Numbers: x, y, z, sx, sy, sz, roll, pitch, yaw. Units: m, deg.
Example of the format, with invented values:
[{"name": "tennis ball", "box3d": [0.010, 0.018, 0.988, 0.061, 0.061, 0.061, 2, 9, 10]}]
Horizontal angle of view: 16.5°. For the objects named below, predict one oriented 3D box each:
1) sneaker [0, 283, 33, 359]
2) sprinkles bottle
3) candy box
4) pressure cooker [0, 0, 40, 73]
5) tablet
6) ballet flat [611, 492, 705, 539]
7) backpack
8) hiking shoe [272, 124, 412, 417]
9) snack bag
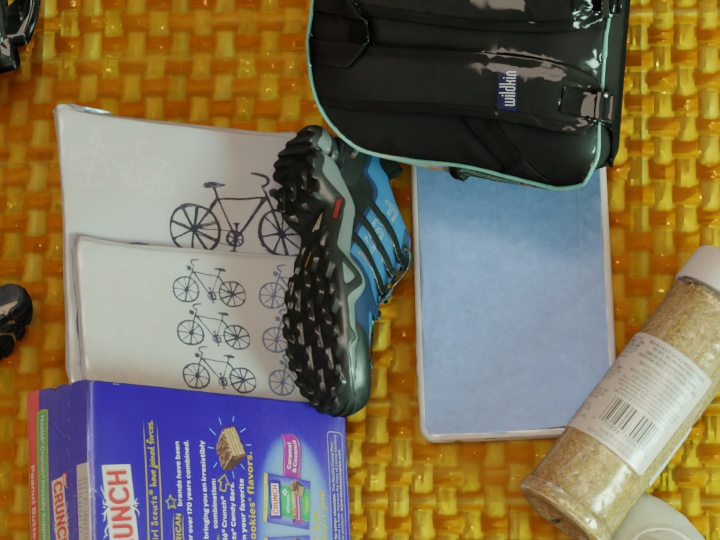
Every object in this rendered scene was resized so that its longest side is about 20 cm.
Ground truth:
[{"name": "sneaker", "box3d": [-0.315, 0.043, 1.636, 0.200, 0.078, 0.086, -23, 72, 0]}, {"name": "sprinkles bottle", "box3d": [0.184, 0.079, 1.567, 0.068, 0.068, 0.200, 36, 78, 13]}, {"name": "candy box", "box3d": [-0.103, 0.160, 1.526, 0.077, 0.200, 0.169, -17, 70, 46]}, {"name": "pressure cooker", "box3d": [-0.311, -0.200, 1.636, 0.200, 0.176, 0.179, -15, 47, 0]}, {"name": "tablet", "box3d": [0.100, 0.012, 1.629, 0.130, 0.014, 0.200, -3, 76, 6]}, {"name": "ballet flat", "box3d": [0.209, 0.221, 1.542, 0.069, 0.069, 0.200, -28, 75, -1]}, {"name": "backpack", "box3d": [0.070, -0.149, 1.584, 0.200, 0.153, 0.176, 5, 104, 9]}, {"name": "hiking shoe", "box3d": [0.000, 0.000, 1.590, 0.087, 0.074, 0.200, 10, 63, -29]}, {"name": "snack bag", "box3d": [-0.103, -0.011, 1.598, 0.188, 0.021, 0.200, 5, 67, -27]}]
